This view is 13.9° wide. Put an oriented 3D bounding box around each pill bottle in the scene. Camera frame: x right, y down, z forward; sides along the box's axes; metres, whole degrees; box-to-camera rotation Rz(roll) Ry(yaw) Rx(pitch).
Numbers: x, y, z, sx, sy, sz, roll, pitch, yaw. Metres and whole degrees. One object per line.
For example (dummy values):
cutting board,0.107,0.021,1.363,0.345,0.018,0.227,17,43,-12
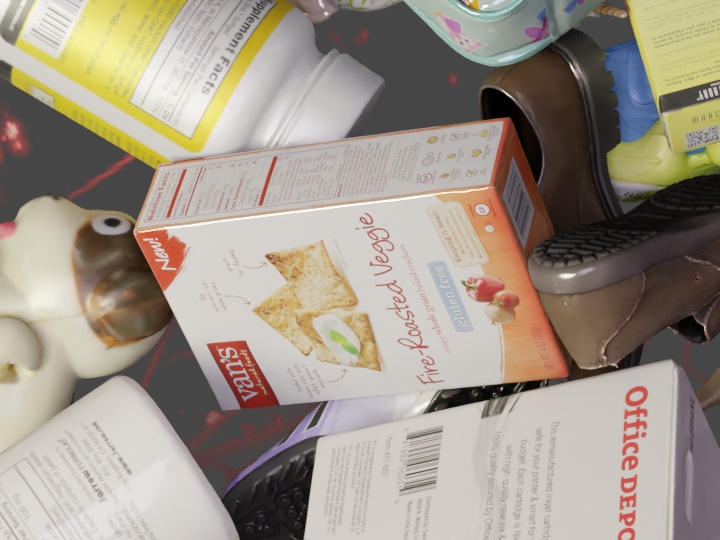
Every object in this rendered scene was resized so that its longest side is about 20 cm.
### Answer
pill bottle,-0.171,0.152,1.500,0.200,0.114,0.115,-34,89,-9
pill bottle,-0.095,-0.111,1.574,0.200,0.114,0.115,31,92,2

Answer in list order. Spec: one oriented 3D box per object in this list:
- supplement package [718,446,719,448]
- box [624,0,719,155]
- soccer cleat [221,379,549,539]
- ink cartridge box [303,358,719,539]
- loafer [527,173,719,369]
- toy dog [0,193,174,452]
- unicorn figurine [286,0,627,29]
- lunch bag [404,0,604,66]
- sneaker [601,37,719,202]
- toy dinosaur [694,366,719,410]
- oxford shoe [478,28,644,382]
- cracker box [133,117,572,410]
supplement package,0.177,0.174,1.560,0.199,0.121,0.120,-30,89,4
box,0.169,-0.165,1.553,0.075,0.050,0.201,-16,65,2
soccer cleat,0.007,0.082,1.584,0.200,0.073,0.068,-33,125,-5
ink cartridge box,0.076,0.140,1.464,0.199,0.146,0.084,-13,131,21
loafer,0.165,0.000,1.506,0.199,0.073,0.071,-18,109,-34
toy dog,-0.185,0.050,1.571,0.194,0.140,0.200,42,92,-8
unicorn figurine,0.043,-0.181,1.594,0.199,0.074,0.138,-13,91,19
lunch bag,0.088,-0.215,1.516,0.200,0.077,0.160,-41,66,-11
sneaker,0.214,-0.107,1.578,0.199,0.076,0.106,-15,89,4
toy dinosaur,0.218,0.043,1.569,0.200,0.101,0.058,-47,112,-1
oxford shoe,0.098,-0.020,1.566,0.084,0.073,0.201,-25,109,-34
cracker box,0.000,0.000,1.520,0.199,0.058,0.134,-6,131,22
